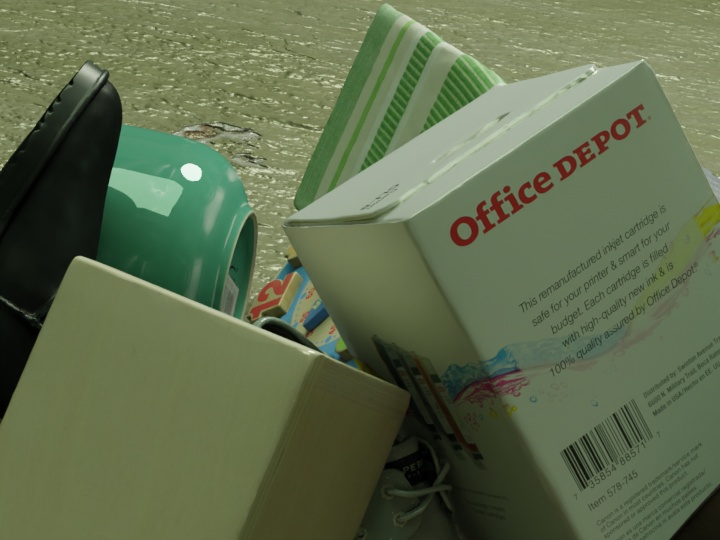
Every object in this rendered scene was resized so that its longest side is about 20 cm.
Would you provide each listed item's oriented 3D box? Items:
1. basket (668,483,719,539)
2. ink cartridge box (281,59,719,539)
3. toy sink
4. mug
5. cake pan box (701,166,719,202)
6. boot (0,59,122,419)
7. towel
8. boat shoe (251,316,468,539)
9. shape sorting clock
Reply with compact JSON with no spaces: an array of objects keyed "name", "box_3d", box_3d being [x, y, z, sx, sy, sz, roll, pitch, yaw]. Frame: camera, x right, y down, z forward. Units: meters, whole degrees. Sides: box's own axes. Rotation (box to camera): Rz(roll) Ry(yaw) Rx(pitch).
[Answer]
[{"name":"basket","box_3d":[0.246,0.151,0.805,0.200,0.180,0.136,48,13,21]},{"name":"ink cartridge box","box_3d":[0.088,0.024,0.895,0.145,0.200,0.145,-33,14,-21]},{"name":"toy sink","box_3d":[-0.085,0.116,0.830,0.130,0.200,0.112,20,-4,28]},{"name":"mug","box_3d":[-0.119,-0.011,1.084,0.114,0.152,0.185,11,36,7]},{"name":"cake pan box","box_3d":[0.152,0.027,1.062,0.052,0.185,0.200,-13,31,-33]},{"name":"boot","box_3d":[-0.125,0.016,0.957,0.162,0.199,0.073,32,-19,-11]},{"name":"towel","box_3d":[0.026,-0.066,1.154,0.023,0.153,0.200,18,13,-28]},{"name":"boat shoe","box_3d":[0.003,0.104,0.891,0.201,0.072,0.070,45,38,15]},{"name":"shape sorting clock","box_3d":[0.000,0.000,1.045,0.039,0.200,0.200,39,15,-19]}]
